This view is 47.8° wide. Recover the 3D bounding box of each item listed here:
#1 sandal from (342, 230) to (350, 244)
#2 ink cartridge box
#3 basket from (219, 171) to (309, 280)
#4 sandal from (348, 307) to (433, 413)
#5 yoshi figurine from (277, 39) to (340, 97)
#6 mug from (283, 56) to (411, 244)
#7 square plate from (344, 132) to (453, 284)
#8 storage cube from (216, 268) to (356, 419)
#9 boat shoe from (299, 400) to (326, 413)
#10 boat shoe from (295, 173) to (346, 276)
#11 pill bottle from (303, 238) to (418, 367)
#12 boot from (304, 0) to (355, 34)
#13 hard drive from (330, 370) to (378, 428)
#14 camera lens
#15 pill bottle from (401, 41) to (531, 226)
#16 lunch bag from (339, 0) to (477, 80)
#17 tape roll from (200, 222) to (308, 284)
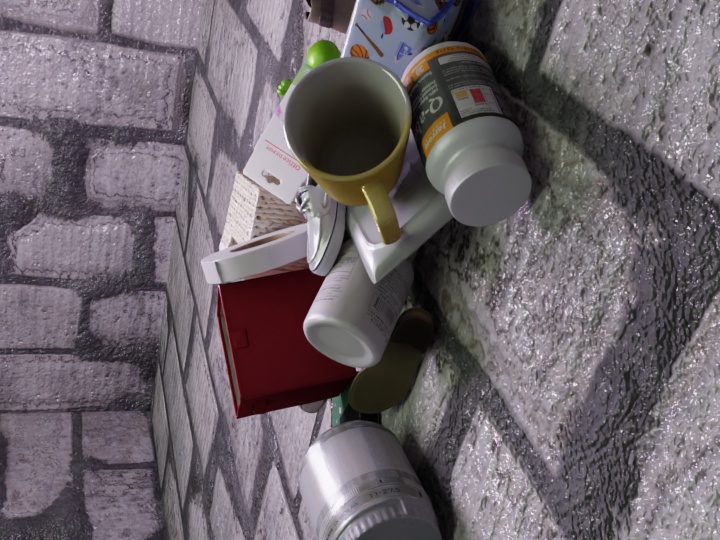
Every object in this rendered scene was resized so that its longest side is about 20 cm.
[{"bbox_3d":[0.017,-0.103,1.198,0.201,0.075,0.043,-53,14,35],"label":"sandal"},{"bbox_3d":[-0.088,-0.209,1.303,0.116,0.067,0.202,33,94,23],"label":"ink cartridge box"},{"bbox_3d":[-0.136,-0.075,1.462,0.198,0.196,0.164,-142,60,-64],"label":"basket"},{"bbox_3d":[0.050,0.118,1.166,0.070,0.076,0.213,-76,12,-51],"label":"sandal"},{"bbox_3d":[-0.082,-0.318,1.411,0.203,0.111,0.112,-66,8,-24],"label":"yoshi figurine"},{"bbox_3d":[-0.011,-0.134,0.980,0.153,0.146,0.190,70,-150,-73],"label":"mug"},{"bbox_3d":[0.056,-0.105,1.056,0.198,0.028,0.201,-42,37,10],"label":"square plate"},{"bbox_3d":[-0.121,0.111,1.260,0.171,0.176,0.204,119,140,-68],"label":"storage cube"},{"bbox_3d":[-0.061,0.153,1.422,0.075,0.072,0.204,22,106,22],"label":"boat shoe"},{"bbox_3d":[-0.057,-0.097,1.101,0.073,0.064,0.204,-14,67,63],"label":"boat shoe"},{"bbox_3d":[0.010,0.019,1.106,0.202,0.113,0.114,-64,9,-30],"label":"pill bottle"},{"bbox_3d":[-0.012,-0.383,1.250,0.202,0.143,0.071,-113,35,-47],"label":"boot"},{"bbox_3d":[-0.010,0.265,1.315,0.139,0.037,0.205,159,111,-67],"label":"hard drive"},{"bbox_3d":[0.008,0.317,1.097,0.201,0.157,0.163,-124,42,-56],"label":"camera lens"},{"bbox_3d":[0.120,-0.157,0.929,0.117,0.114,0.203,116,149,-45],"label":"pill bottle"},{"bbox_3d":[0.067,-0.313,1.049,0.201,0.123,0.171,-54,-6,-43],"label":"lunch bag"},{"bbox_3d":[-0.147,-0.028,1.252,0.202,0.200,0.038,8,117,68],"label":"tape roll"}]
